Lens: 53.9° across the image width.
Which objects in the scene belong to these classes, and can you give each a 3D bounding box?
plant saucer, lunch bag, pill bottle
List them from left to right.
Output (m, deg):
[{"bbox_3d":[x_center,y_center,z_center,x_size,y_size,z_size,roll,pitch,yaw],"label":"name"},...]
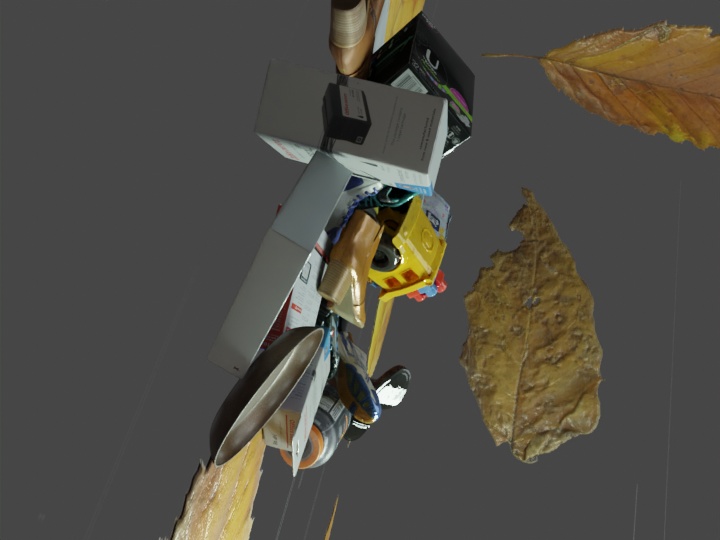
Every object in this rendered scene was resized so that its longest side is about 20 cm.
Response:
[{"bbox_3d":[-0.115,0.141,0.839,0.201,0.032,0.201,-51,171,-11],"label":"plant saucer"},{"bbox_3d":[-0.082,0.273,1.226,0.200,0.103,0.109,-29,132,-79],"label":"pill bottle"},{"bbox_3d":[0.103,-0.107,1.598,0.128,0.195,0.173,107,2,-59],"label":"lunch bag"}]

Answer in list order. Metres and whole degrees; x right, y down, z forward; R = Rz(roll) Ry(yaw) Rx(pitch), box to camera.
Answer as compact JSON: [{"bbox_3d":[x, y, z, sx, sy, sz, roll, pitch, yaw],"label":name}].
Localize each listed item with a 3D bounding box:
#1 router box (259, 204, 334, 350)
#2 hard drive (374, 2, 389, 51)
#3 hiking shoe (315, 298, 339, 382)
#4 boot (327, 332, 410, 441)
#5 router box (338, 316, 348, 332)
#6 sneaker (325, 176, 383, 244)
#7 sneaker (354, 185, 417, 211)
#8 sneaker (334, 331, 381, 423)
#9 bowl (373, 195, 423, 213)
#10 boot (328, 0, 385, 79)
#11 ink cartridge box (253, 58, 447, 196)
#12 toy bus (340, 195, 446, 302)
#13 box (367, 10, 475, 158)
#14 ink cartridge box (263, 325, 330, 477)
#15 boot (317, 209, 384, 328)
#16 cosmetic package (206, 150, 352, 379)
[{"bbox_3d":[-0.092,0.026,0.980,0.200,0.047,0.185,62,41,-78],"label":"router box"},{"bbox_3d":[0.016,-0.415,1.174,0.201,0.026,0.135,-64,164,-62],"label":"hard drive"},{"bbox_3d":[-0.061,0.107,1.229,0.088,0.072,0.204,-66,166,-51],"label":"hiking shoe"},{"bbox_3d":[0.006,0.199,1.387,0.190,0.067,0.202,-54,-146,24],"label":"boot"},{"bbox_3d":[-0.030,0.021,1.402,0.202,0.050,0.152,-70,170,-47],"label":"router box"},{"bbox_3d":[-0.015,-0.123,1.078,0.081,0.112,0.205,-58,159,-63],"label":"sneaker"},{"bbox_3d":[0.031,-0.135,1.148,0.079,0.195,0.092,61,18,-26],"label":"sneaker"},{"bbox_3d":[-0.008,0.182,1.286,0.087,0.202,0.076,-4,139,-45],"label":"sneaker"},{"bbox_3d":[0.060,-0.190,1.475,0.199,0.105,0.207,5,90,-70],"label":"bowl"},{"bbox_3d":[0.010,-0.363,1.022,0.157,0.075,0.204,88,18,-56],"label":"boot"},{"bbox_3d":[-0.005,-0.158,0.801,0.145,0.194,0.086,14,92,-82],"label":"ink cartridge box"},{"bbox_3d":[0.055,-0.014,1.236,0.193,0.197,0.137,48,43,-25],"label":"toy bus"},{"bbox_3d":[0.087,-0.272,1.090,0.123,0.148,0.202,-32,-154,31],"label":"box"},{"bbox_3d":[-0.103,0.195,1.093,0.118,0.065,0.203,94,11,-47],"label":"ink cartridge box"},{"bbox_3d":[-0.001,0.000,1.099,0.147,0.069,0.202,-62,161,-12],"label":"boot"},{"bbox_3d":[-0.086,-0.005,0.748,0.202,0.051,0.152,-58,-172,38],"label":"cosmetic package"}]
